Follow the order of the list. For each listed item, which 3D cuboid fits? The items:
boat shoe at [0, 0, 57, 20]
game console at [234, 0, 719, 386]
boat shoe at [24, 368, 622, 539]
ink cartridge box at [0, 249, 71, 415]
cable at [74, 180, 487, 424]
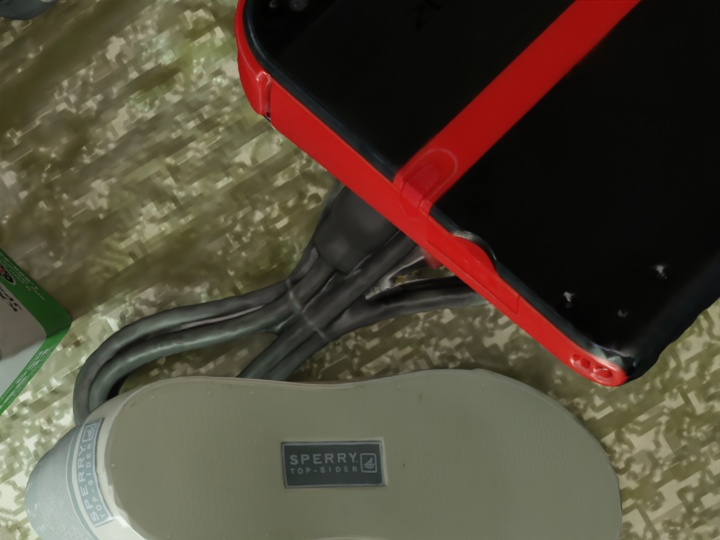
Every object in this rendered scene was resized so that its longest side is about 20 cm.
[{"bbox_3d":[-0.063,-0.160,0.780,0.200,0.073,0.062,-44,134,-1],"label":"boat shoe"},{"bbox_3d":[0.078,-0.083,0.725,0.200,0.031,0.177,-44,66,-12],"label":"game console"},{"bbox_3d":[-0.010,0.067,0.756,0.200,0.071,0.071,8,73,-36],"label":"boat shoe"},{"bbox_3d":[-0.177,0.004,0.717,0.147,0.200,0.083,43,95,0],"label":"ink cartridge box"},{"bbox_3d":[0.000,0.000,0.786,0.097,0.050,0.200,44,106,2],"label":"cable"}]
